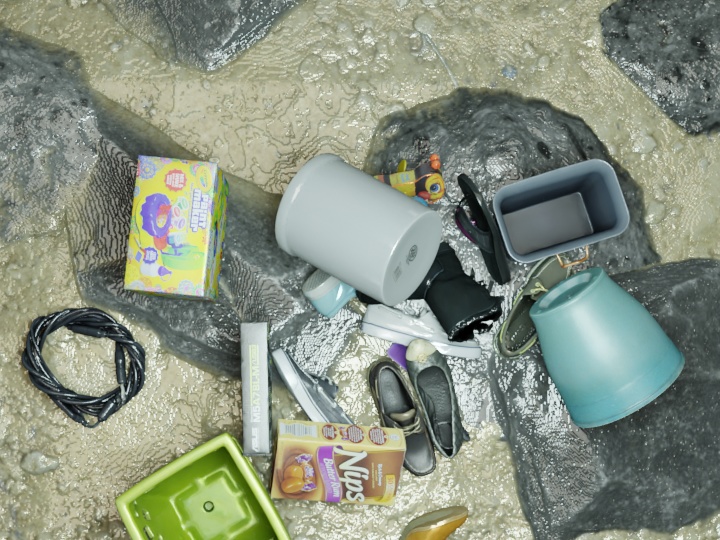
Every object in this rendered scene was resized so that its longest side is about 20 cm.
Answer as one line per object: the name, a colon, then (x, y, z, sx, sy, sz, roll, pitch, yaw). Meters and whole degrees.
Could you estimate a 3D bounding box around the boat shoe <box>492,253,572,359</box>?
boat shoe: (0.286, 0.056, 1.712, 0.072, 0.060, 0.202, 33, 85, 0)

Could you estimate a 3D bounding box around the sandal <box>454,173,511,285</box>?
sandal: (0.188, -0.058, 1.677, 0.048, 0.075, 0.201, -27, 114, -10)

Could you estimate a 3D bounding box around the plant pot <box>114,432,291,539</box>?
plant pot: (-0.230, 0.372, 1.606, 0.198, 0.181, 0.201, -30, 88, -4)

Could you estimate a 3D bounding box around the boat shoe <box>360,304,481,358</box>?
boat shoe: (0.102, 0.094, 1.696, 0.199, 0.074, 0.066, 14, 89, -2)

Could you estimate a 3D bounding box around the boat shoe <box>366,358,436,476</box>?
boat shoe: (0.063, 0.238, 1.682, 0.074, 0.073, 0.201, -26, 87, -4)

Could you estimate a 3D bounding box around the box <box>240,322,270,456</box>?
box: (-0.159, 0.178, 1.615, 0.047, 0.200, 0.194, -4, 87, -4)

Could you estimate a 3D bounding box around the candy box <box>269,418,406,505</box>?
candy box: (-0.036, 0.299, 1.638, 0.199, 0.057, 0.117, 5, 119, -8)

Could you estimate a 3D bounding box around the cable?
cable: (-0.442, 0.140, 1.680, 0.163, 0.051, 0.200, -44, 88, -5)

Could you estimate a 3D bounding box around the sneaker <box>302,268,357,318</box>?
sneaker: (0.000, 0.000, 1.711, 0.200, 0.074, 0.082, -37, 118, -9)

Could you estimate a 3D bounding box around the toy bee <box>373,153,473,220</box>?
toy bee: (0.090, -0.140, 1.698, 0.199, 0.109, 0.131, -15, 42, -21)

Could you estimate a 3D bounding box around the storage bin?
storage bin: (0.311, -0.075, 1.685, 0.199, 0.134, 0.146, -17, 83, -3)

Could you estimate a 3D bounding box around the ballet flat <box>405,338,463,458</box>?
ballet flat: (0.122, 0.199, 1.655, 0.066, 0.057, 0.201, -19, 103, 4)

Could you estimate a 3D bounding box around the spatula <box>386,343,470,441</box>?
spatula: (0.115, 0.198, 1.707, 0.021, 0.057, 0.200, -34, 96, 29)

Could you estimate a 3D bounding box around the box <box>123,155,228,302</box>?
box: (-0.279, -0.059, 1.632, 0.121, 0.193, 0.201, 6, 85, -2)

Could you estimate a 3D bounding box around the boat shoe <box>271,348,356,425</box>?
boat shoe: (-0.066, 0.199, 1.681, 0.068, 0.072, 0.200, -36, 94, -11)

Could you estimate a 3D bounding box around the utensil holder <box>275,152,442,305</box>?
utensil holder: (0.000, -0.061, 1.590, 0.199, 0.170, 0.171, 28, 84, 25)

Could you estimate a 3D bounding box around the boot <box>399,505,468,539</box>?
boot: (0.103, 0.473, 1.675, 0.200, 0.071, 0.145, -24, 93, -1)

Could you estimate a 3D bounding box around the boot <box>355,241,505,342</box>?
boot: (0.113, 0.047, 1.656, 0.197, 0.074, 0.163, -22, 56, -22)

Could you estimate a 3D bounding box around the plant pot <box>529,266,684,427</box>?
plant pot: (0.363, 0.107, 1.628, 0.200, 0.200, 0.188, -35, 97, -5)
